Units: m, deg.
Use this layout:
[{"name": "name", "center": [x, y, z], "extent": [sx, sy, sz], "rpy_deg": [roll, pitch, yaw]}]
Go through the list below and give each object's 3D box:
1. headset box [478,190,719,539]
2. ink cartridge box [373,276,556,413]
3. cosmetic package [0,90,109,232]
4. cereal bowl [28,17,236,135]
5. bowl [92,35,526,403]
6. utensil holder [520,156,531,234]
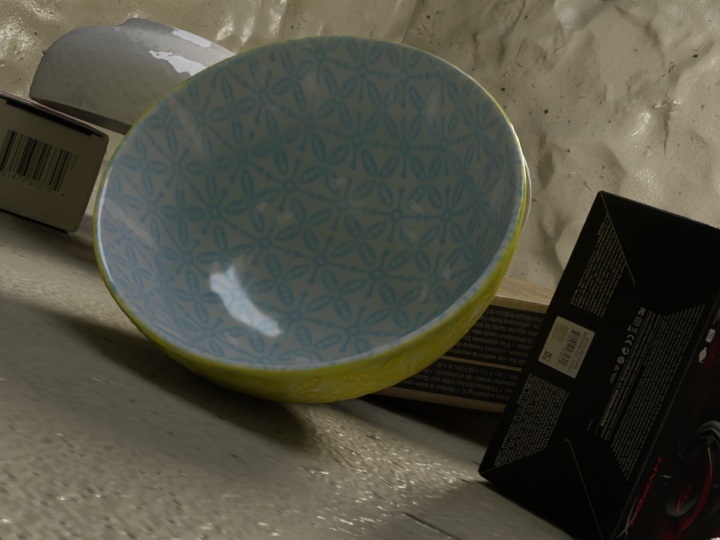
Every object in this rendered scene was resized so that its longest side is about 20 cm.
[{"name": "headset box", "center": [0.166, 0.061, 0.468], "extent": [0.075, 0.149, 0.200], "rpy_deg": [26, 4, 39]}, {"name": "ink cartridge box", "center": [0.064, 0.039, 0.604], "extent": [0.164, 0.076, 0.200], "rpy_deg": [11, 3, -4]}, {"name": "cosmetic package", "center": [-0.288, -0.102, 0.777], "extent": [0.103, 0.088, 0.200], "rpy_deg": [20, 3, -24]}, {"name": "cereal bowl", "center": [-0.146, -0.138, 0.684], "extent": [0.199, 0.084, 0.200], "rpy_deg": [19, 2, -1]}, {"name": "bowl", "center": [-0.019, -0.011, 0.443], "extent": [0.199, 0.200, 0.108], "rpy_deg": [23, -28, 22]}, {"name": "utensil holder", "center": [0.089, -0.102, 0.931], "extent": [0.169, 0.171, 0.200], "rpy_deg": [22, 20, 0]}]
